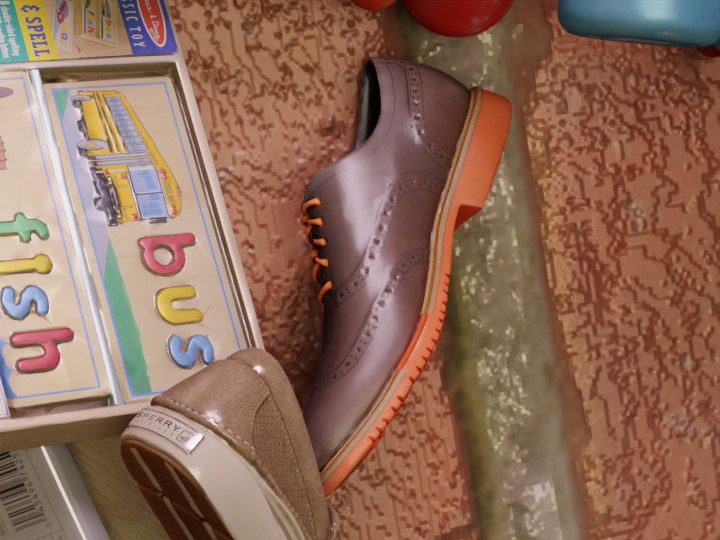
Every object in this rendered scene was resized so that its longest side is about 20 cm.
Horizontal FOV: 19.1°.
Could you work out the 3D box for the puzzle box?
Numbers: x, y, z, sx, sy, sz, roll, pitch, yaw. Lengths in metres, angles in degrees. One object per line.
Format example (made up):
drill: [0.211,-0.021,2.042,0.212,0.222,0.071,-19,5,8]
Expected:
puzzle box: [-0.119,-0.029,0.848,0.133,0.025,0.200,-7,68,-29]

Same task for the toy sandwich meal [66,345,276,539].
toy sandwich meal: [-0.108,0.104,0.896,0.205,0.070,0.206,-1,94,-13]

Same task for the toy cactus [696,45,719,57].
toy cactus: [0.175,-0.183,0.944,0.165,0.102,0.200,19,92,6]

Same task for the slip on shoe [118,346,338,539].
slip on shoe: [-0.033,0.113,0.841,0.061,0.076,0.200,-47,133,-28]

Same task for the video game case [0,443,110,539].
video game case: [-0.180,0.146,0.871,0.182,0.023,0.200,-21,99,15]

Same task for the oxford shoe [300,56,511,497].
oxford shoe: [0.000,0.000,0.897,0.072,0.071,0.200,25,61,-9]

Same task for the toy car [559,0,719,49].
toy car: [0.097,-0.185,0.862,0.177,0.200,0.185,0,97,-43]

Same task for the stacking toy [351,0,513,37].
stacking toy: [-0.024,-0.146,0.897,0.200,0.085,0.086,17,90,-17]
